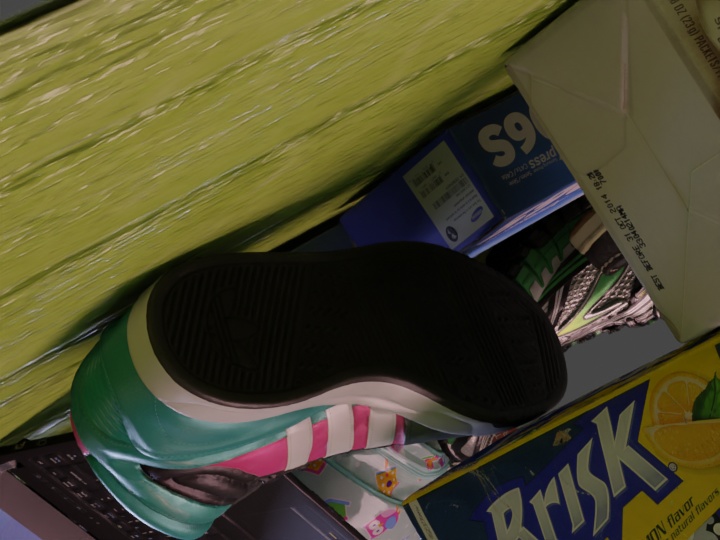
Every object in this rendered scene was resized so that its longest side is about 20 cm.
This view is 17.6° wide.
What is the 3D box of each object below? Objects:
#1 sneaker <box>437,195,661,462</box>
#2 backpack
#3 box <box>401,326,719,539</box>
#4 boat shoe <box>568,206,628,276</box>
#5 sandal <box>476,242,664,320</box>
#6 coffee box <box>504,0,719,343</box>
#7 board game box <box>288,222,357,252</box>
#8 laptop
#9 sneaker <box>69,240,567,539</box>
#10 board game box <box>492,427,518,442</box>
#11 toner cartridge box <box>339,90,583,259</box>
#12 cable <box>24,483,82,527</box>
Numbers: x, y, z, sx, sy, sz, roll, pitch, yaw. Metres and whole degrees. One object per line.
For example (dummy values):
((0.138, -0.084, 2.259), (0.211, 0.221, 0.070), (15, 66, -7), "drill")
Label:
((0.104, 0.010, 1.084), (0.200, 0.085, 0.078), (-52, -172, 2), "sneaker")
((-0.025, 0.087, 1.175), (0.127, 0.167, 0.200), (-56, 170, 8), "backpack")
((0.112, 0.065, 0.805), (0.200, 0.070, 0.064), (-32, 175, 38), "box")
((0.181, -0.044, 0.989), (0.201, 0.066, 0.072), (-33, 176, 25), "boat shoe")
((0.128, -0.014, 1.160), (0.201, 0.057, 0.080), (6, -154, 14), "sandal")
((0.163, -0.073, 0.797), (0.200, 0.114, 0.080), (-30, 176, -36), "coffee box")
((0.000, 0.000, 1.013), (0.200, 0.034, 0.135), (-30, 176, -30), "board game box")
((-0.100, 0.160, 1.033), (0.200, 0.177, 0.103), (-13, -131, 34), "laptop")
((-0.027, 0.049, 0.864), (0.200, 0.084, 0.121), (5, 153, -40), "sneaker")
((0.062, 0.075, 1.200), (0.019, 0.200, 0.103), (-29, 175, -6), "board game box")
((0.094, -0.059, 0.941), (0.200, 0.043, 0.095), (-29, 176, -33), "toner cartridge box")
((-0.210, 0.140, 1.139), (0.200, 0.051, 0.163), (-27, 170, -18), "cable")
